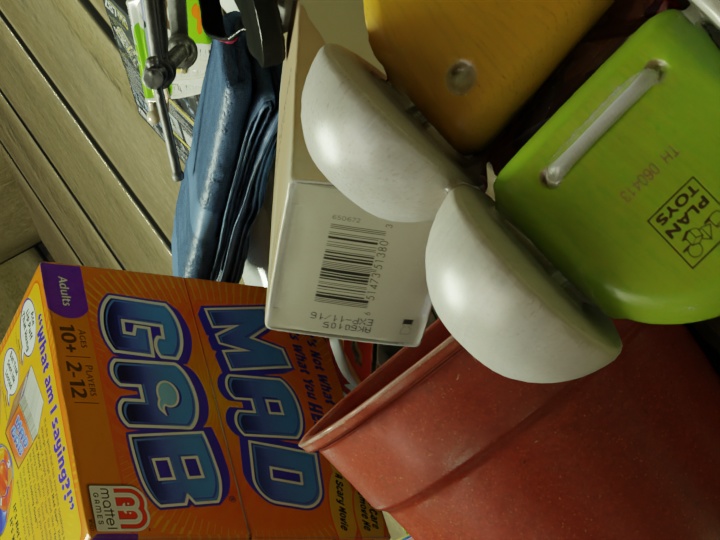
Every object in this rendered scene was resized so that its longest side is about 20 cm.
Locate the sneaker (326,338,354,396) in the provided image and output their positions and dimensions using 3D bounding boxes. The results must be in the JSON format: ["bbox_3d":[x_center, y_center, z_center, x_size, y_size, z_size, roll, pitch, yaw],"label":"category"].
[{"bbox_3d":[-0.026,0.031,1.055,0.078,0.115,0.201,26,142,63],"label":"sneaker"}]

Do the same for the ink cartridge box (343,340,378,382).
[{"bbox_3d":[-0.019,-0.029,0.872,0.109,0.050,0.201,-127,38,-73],"label":"ink cartridge box"}]

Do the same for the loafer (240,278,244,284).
[{"bbox_3d":[-0.081,0.022,1.165,0.200,0.067,0.077,-62,-14,-84],"label":"loafer"}]

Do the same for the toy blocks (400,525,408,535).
[{"bbox_3d":[0.019,0.159,1.218,0.200,0.100,0.137,53,174,23],"label":"toy blocks"}]

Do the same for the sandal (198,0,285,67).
[{"bbox_3d":[-0.076,-0.164,0.786,0.200,0.045,0.076,-110,7,-67],"label":"sandal"}]

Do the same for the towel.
[{"bbox_3d":[-0.091,-0.068,0.927,0.112,0.048,0.201,-102,23,-47],"label":"towel"}]

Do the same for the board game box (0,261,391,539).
[{"bbox_3d":[-0.135,0.143,0.893,0.200,0.199,0.201,-55,41,38],"label":"board game box"}]

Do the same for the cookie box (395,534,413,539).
[{"bbox_3d":[0.034,0.248,0.997,0.171,0.200,0.075,-35,82,42],"label":"cookie box"}]

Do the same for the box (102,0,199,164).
[{"bbox_3d":[-0.167,-0.168,1.265,0.200,0.049,0.162,46,160,40],"label":"box"}]

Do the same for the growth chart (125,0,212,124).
[{"bbox_3d":[-0.152,-0.205,1.113,0.200,0.018,0.146,-6,98,62],"label":"growth chart"}]

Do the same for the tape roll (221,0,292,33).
[{"bbox_3d":[-0.088,-0.251,0.900,0.203,0.037,0.203,53,163,24],"label":"tape roll"}]

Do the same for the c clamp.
[{"bbox_3d":[-0.142,-0.174,0.976,0.200,0.027,0.172,-93,-4,-69],"label":"c clamp"}]

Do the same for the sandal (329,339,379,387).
[{"bbox_3d":[0.006,-0.003,0.976,0.059,0.079,0.208,13,128,48],"label":"sandal"}]

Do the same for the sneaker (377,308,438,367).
[{"bbox_3d":[0.031,-0.001,0.903,0.072,0.072,0.201,48,157,41],"label":"sneaker"}]

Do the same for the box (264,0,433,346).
[{"bbox_3d":[-0.002,-0.065,0.685,0.201,0.077,0.095,-92,11,-51],"label":"box"}]

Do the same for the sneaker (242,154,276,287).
[{"bbox_3d":[-0.067,-0.047,1.003,0.088,0.075,0.201,9,104,44],"label":"sneaker"}]

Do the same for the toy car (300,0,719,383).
[{"bbox_3d":[0.091,-0.061,0.514,0.200,0.175,0.150,51,-164,27],"label":"toy car"}]

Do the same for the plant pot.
[{"bbox_3d":[0.106,0.099,0.660,0.196,0.200,0.201,52,164,1],"label":"plant pot"}]
